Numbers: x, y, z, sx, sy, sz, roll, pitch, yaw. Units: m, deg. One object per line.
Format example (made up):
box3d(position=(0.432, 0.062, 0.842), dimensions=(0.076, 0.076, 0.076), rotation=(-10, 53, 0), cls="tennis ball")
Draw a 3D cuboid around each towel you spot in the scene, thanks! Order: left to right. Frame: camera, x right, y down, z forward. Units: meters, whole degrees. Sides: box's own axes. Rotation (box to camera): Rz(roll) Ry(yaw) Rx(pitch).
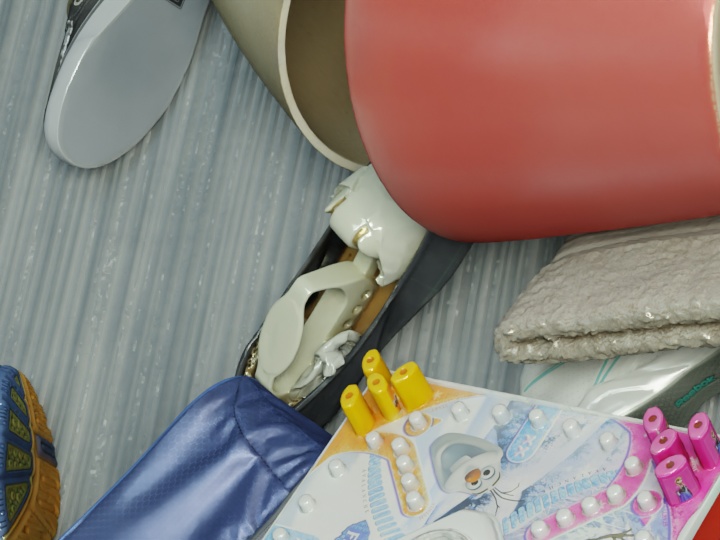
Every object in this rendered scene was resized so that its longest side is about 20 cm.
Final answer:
box3d(position=(0.164, -0.008, 1.183), dimensions=(0.199, 0.035, 0.133), rotation=(-8, 28, 37), cls="towel")

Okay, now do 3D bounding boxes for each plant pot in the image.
box3d(position=(-0.011, -0.176, 1.340), dimensions=(0.187, 0.187, 0.200), rotation=(-47, 44, -1), cls="plant pot")
box3d(position=(0.119, -0.104, 1.172), dimensions=(0.176, 0.200, 0.202), rotation=(6, 71, 38), cls="plant pot")

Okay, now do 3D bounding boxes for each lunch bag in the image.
box3d(position=(-0.050, 0.158, 1.226), dimensions=(0.200, 0.136, 0.132), rotation=(-46, 60, -2), cls="lunch bag")

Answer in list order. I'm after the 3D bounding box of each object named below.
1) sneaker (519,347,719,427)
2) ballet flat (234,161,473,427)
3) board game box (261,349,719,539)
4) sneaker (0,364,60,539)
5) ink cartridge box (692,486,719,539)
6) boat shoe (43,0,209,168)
box3d(position=(0.160, 0.024, 1.230), dimensions=(0.199, 0.070, 0.080), rotation=(-31, 50, 6), cls="sneaker")
box3d(position=(0.000, 0.000, 1.275), dimensions=(0.073, 0.073, 0.201), rotation=(46, 111, 31), cls="ballet flat")
box3d(position=(0.029, 0.124, 1.081), dimensions=(0.199, 0.026, 0.200), rotation=(9, 52, 41), cls="board game box")
box3d(position=(-0.206, 0.146, 1.333), dimensions=(0.088, 0.075, 0.201), rotation=(-9, 65, 20), cls="sneaker")
box3d(position=(0.219, 0.097, 1.121), dimensions=(0.200, 0.160, 0.047), rotation=(-47, 59, 0), cls="ink cartridge box")
box3d(position=(-0.129, -0.151, 1.432), dimensions=(0.066, 0.070, 0.201), rotation=(14, 78, 45), cls="boat shoe")
